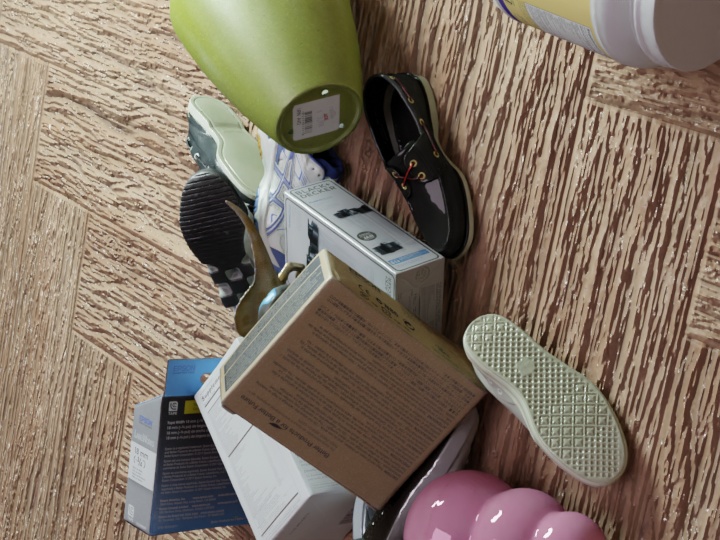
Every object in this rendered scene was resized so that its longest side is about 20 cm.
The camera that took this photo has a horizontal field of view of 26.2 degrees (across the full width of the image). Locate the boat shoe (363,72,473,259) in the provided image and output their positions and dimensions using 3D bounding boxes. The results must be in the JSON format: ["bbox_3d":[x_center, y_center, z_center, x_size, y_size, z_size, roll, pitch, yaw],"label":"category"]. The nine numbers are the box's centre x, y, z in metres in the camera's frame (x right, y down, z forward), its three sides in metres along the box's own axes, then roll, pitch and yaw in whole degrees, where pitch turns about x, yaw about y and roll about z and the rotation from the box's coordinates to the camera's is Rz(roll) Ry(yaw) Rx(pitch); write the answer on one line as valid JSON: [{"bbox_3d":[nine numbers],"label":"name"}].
[{"bbox_3d":[0.054,-0.103,1.523,0.074,0.063,0.202,-34,66,43],"label":"boat shoe"}]

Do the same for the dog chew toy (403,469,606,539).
[{"bbox_3d":[0.135,0.247,1.386,0.199,0.124,0.125,2,92,43],"label":"dog chew toy"}]

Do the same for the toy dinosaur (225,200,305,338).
[{"bbox_3d":[-0.087,0.026,1.558,0.058,0.101,0.201,21,117,47],"label":"toy dinosaur"}]

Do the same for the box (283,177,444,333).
[{"bbox_3d":[0.000,0.000,1.564,0.200,0.060,0.117,35,135,45],"label":"box"}]

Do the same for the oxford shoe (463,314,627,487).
[{"bbox_3d":[0.168,0.119,1.394,0.200,0.075,0.058,46,166,31],"label":"oxford shoe"}]

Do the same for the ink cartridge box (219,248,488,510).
[{"bbox_3d":[-0.008,0.104,1.456,0.165,0.200,0.075,-47,23,14],"label":"ink cartridge box"}]

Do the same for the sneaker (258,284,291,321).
[{"bbox_3d":[-0.023,0.090,1.538,0.073,0.200,0.082,-51,31,-16],"label":"sneaker"}]

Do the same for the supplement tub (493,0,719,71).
[{"bbox_3d":[0.210,-0.250,1.265,0.200,0.145,0.146,32,114,46],"label":"supplement tub"}]

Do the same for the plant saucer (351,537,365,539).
[{"bbox_3d":[0.066,0.316,1.411,0.200,0.019,0.070,35,154,24],"label":"plant saucer"}]

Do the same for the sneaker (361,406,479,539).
[{"bbox_3d":[0.073,0.220,1.510,0.201,0.084,0.073,-61,23,4],"label":"sneaker"}]

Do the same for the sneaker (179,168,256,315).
[{"bbox_3d":[-0.143,-0.042,1.689,0.089,0.074,0.201,-83,-18,-48],"label":"sneaker"}]

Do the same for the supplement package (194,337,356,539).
[{"bbox_3d":[-0.075,0.179,1.642,0.114,0.109,0.201,-51,54,37],"label":"supplement package"}]

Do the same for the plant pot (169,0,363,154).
[{"bbox_3d":[-0.076,-0.218,1.564,0.187,0.186,0.201,-55,45,35],"label":"plant pot"}]

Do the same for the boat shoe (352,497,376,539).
[{"bbox_3d":[0.020,0.305,1.561,0.062,0.072,0.201,-15,80,57],"label":"boat shoe"}]

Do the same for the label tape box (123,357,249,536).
[{"bbox_3d":[-0.182,0.189,1.747,0.063,0.144,0.201,17,103,51],"label":"label tape box"}]

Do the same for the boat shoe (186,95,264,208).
[{"bbox_3d":[-0.153,-0.120,1.763,0.200,0.074,0.066,51,129,38],"label":"boat shoe"}]

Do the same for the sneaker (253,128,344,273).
[{"bbox_3d":[-0.061,-0.088,1.653,0.088,0.075,0.201,3,102,34],"label":"sneaker"}]
